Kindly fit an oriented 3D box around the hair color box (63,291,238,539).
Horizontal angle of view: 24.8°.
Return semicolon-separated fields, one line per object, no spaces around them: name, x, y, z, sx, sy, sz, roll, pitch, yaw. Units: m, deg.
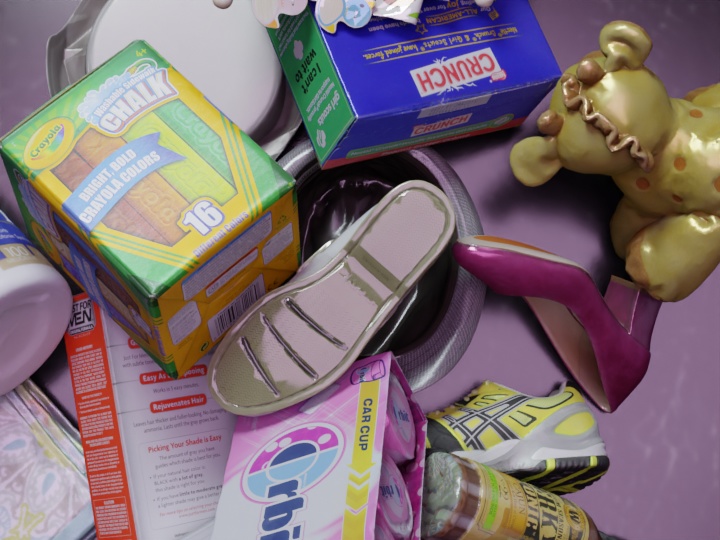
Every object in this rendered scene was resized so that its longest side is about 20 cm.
hair color box;-0.141;0.110;1.152;0.101;0.061;0.202;-6;85;-39

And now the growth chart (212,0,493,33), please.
growth chart;0.002;-0.228;1.066;0.198;0.018;0.146;0;95;-12

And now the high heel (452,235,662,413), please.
high heel;0.130;0.038;1.144;0.199;0.067;0.097;17;94;-42

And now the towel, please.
towel;-0.289;0.166;1.174;0.200;0.048;0.171;-43;85;-4

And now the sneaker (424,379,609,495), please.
sneaker;0.076;0.123;1.170;0.198;0.076;0.077;0;60;-18

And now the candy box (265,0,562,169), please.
candy box;0.022;-0.187;1.145;0.168;0.077;0.201;-13;69;-26

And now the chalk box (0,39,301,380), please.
chalk box;-0.149;-0.054;1.072;0.124;0.124;0.200;-41;70;-19

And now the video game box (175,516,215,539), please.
video game box;-0.045;0.242;1.118;0.199;0.047;0.183;-25;86;-39

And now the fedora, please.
fedora;0.000;0.000;1.169;0.175;0.090;0.202;-4;77;-4

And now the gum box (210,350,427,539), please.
gum box;-0.025;0.148;1.022;0.113;0.201;0.066;-19;119;16

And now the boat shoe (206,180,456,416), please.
boat shoe;-0.015;0.023;1.082;0.200;0.068;0.075;-40;86;0

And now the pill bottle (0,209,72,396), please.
pill bottle;-0.302;-0.013;1.132;0.120;0.120;0.200;-45;67;-4

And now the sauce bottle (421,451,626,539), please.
sauce bottle;0.119;0.182;1.132;0.199;0.065;0.065;24;84;-34

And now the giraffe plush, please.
giraffe plush;0.191;-0.086;1.113;0.161;0.200;0.174;28;88;-13

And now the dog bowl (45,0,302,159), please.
dog bowl;-0.127;-0.148;1.195;0.198;0.059;0.202;0;85;-1
